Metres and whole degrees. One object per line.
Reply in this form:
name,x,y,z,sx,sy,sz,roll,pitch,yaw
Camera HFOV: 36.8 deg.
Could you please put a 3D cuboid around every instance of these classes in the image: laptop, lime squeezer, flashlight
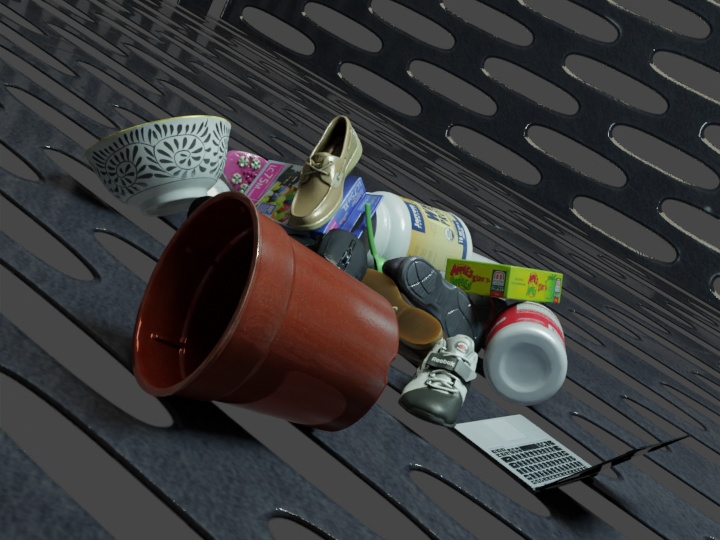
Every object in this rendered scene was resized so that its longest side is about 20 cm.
laptop,0.246,0.189,1.262,0.200,0.116,0.187,36,16,30
lime squeezer,0.048,0.002,1.539,0.200,0.071,0.038,50,17,-7
flashlight,0.135,0.051,1.641,0.200,0.068,0.068,17,14,-38

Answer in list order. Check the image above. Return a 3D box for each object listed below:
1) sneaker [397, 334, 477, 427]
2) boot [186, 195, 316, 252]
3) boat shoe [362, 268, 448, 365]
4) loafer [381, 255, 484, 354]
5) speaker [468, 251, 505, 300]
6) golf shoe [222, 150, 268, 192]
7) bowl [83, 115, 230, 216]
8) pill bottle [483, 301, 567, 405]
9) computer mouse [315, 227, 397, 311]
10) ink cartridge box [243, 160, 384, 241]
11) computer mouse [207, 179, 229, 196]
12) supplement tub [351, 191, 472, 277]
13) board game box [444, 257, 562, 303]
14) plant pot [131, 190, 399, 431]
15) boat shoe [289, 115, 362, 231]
sneaker,0.098,0.122,1.279,0.074,0.089,0.200,22,14,6
boot,-0.122,-0.030,1.459,0.198,0.073,0.162,39,20,15
boat shoe,0.045,0.069,1.441,0.200,0.070,0.070,43,-16,45
loafer,0.103,0.046,1.516,0.063,0.072,0.200,11,-30,50
speaker,0.159,-0.004,1.842,0.200,0.081,0.081,22,15,-18
golf shoe,-0.158,-0.134,1.758,0.200,0.075,0.091,34,-5,-37
bowl,-0.260,-0.129,1.447,0.201,0.200,0.094,-2,75,-62
pill bottle,0.232,0.108,1.522,0.112,0.112,0.200,27,14,2
computer mouse,0.000,0.000,1.408,0.140,0.046,0.200,38,13,-3
ink cartridge box,-0.078,-0.096,1.578,0.200,0.119,0.042,15,-35,27
computer mouse,-0.242,-0.137,1.673,0.109,0.044,0.200,18,17,-34
supplement tub,0.058,-0.040,1.664,0.200,0.145,0.144,15,19,-39
board game box,0.214,0.016,1.596,0.101,0.048,0.200,9,1,31
plant pot,-0.081,0.055,1.033,0.195,0.201,0.201,27,12,-32
boat shoe,-0.057,-0.139,1.536,0.071,0.065,0.200,3,48,22
